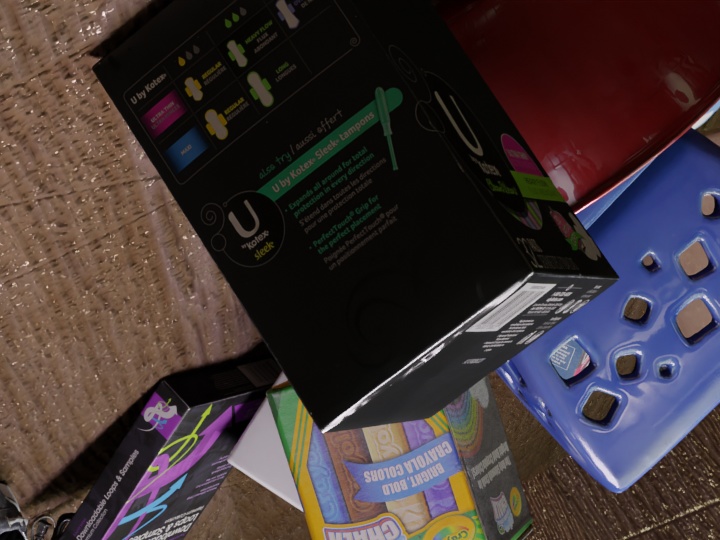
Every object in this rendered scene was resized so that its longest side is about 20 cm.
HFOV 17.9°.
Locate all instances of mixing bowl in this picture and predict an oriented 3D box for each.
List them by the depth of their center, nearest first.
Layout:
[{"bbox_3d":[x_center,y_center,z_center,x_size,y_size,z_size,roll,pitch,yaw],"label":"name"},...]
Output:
[{"bbox_3d":[0.097,-0.109,1.186,0.200,0.109,0.200,-36,-167,9],"label":"mixing bowl"}]

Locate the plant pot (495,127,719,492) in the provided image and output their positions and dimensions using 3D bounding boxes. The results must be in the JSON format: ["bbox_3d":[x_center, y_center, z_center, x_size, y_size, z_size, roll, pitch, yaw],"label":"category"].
[{"bbox_3d":[0.136,-0.020,1.379,0.200,0.180,0.200,-45,-152,1],"label":"plant pot"}]

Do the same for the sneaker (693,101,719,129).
[{"bbox_3d":[0.182,-0.118,1.529,0.200,0.072,0.073,-33,159,-14],"label":"sneaker"}]

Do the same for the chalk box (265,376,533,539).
[{"bbox_3d":[0.036,0.152,1.578,0.123,0.201,0.124,-16,-179,19],"label":"chalk box"}]

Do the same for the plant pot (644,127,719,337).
[{"bbox_3d":[0.290,-0.018,1.799,0.199,0.175,0.200,-12,176,-1],"label":"plant pot"}]

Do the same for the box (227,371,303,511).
[{"bbox_3d":[-0.001,0.117,1.763,0.153,0.106,0.200,-58,167,-2],"label":"box"}]

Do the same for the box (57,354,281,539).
[{"bbox_3d":[-0.147,0.156,1.725,0.200,0.036,0.143,-54,160,25],"label":"box"}]

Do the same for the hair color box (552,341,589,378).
[{"bbox_3d":[0.172,-0.007,1.706,0.100,0.060,0.200,-52,164,-43],"label":"hair color box"}]

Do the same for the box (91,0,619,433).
[{"bbox_3d":[0.000,-0.044,1.048,0.124,0.200,0.148,-37,166,16],"label":"box"}]

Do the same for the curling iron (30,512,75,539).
[{"bbox_3d":[-0.179,0.169,1.800,0.200,0.050,0.026,-38,169,-3],"label":"curling iron"}]

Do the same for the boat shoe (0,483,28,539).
[{"bbox_3d":[-0.260,0.184,1.583,0.072,0.068,0.200,-29,167,-15],"label":"boat shoe"}]
